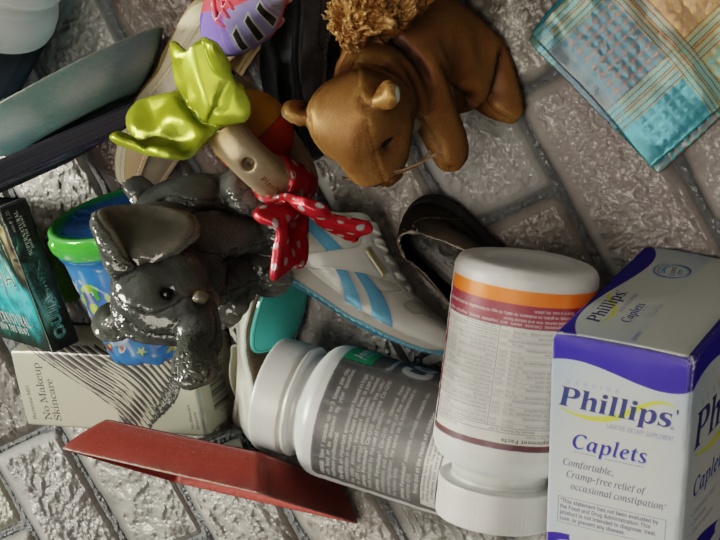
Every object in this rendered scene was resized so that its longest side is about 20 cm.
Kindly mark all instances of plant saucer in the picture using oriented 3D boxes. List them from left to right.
[{"bbox_3d":[-0.241,-0.136,1.489,0.201,0.201,0.039,-24,96,34],"label":"plant saucer"},{"bbox_3d":[-0.123,0.172,1.582,0.200,0.200,0.037,8,79,26],"label":"plant saucer"}]

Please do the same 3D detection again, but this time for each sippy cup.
[{"bbox_3d":[-0.185,0.007,1.562,0.178,0.139,0.130,-144,36,-66],"label":"sippy cup"}]

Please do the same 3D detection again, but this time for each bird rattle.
[{"bbox_3d":[-0.074,-0.095,1.356,0.200,0.163,0.113,36,111,-14],"label":"bird rattle"}]

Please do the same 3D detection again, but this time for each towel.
[{"bbox_3d":[0.231,-0.183,1.318,0.147,0.022,0.200,47,124,3],"label":"towel"}]

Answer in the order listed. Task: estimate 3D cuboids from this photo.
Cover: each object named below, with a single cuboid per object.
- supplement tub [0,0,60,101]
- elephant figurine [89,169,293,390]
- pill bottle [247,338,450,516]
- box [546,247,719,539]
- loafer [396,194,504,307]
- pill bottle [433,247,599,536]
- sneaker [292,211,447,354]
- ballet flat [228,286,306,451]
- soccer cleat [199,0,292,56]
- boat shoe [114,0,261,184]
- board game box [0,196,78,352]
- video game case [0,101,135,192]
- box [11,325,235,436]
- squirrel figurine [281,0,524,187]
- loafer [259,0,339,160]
[{"bbox_3d":[-0.344,-0.202,1.556,0.140,0.140,0.200,41,124,8],"label":"supplement tub"},{"bbox_3d":[-0.148,0.005,1.376,0.155,0.200,0.142,-20,102,38],"label":"elephant figurine"},{"bbox_3d":[0.016,0.127,1.503,0.200,0.113,0.113,16,117,17],"label":"pill bottle"},{"bbox_3d":[0.222,0.110,1.346,0.105,0.184,0.200,11,115,26],"label":"box"},{"bbox_3d":[0.103,0.023,1.443,0.200,0.071,0.073,36,123,12],"label":"loafer"},{"bbox_3d":[0.113,0.089,1.364,0.109,0.110,0.200,11,102,25],"label":"pill bottle"},{"bbox_3d":[0.000,0.000,1.486,0.200,0.077,0.081,33,85,-5],"label":"sneaker"},{"bbox_3d":[-0.089,0.062,1.577,0.069,0.069,0.200,15,117,23],"label":"ballet flat"},{"bbox_3d":[-0.074,-0.216,1.334,0.200,0.076,0.067,-33,83,47],"label":"soccer cleat"},{"bbox_3d":[-0.141,-0.135,1.511,0.069,0.074,0.200,40,123,16],"label":"boat shoe"},{"bbox_3d":[-0.317,-0.001,1.632,0.200,0.028,0.135,5,116,63],"label":"board game box"},{"bbox_3d":[-0.275,-0.088,1.511,0.200,0.143,0.019,-18,99,63],"label":"video game case"},{"bbox_3d":[-0.212,0.097,1.650,0.200,0.068,0.082,-1,111,29],"label":"box"},{"bbox_3d":[0.013,-0.157,1.348,0.141,0.187,0.200,-1,109,30],"label":"squirrel figurine"},{"bbox_3d":[-0.041,-0.182,1.438,0.073,0.072,0.200,-140,40,-59],"label":"loafer"}]
